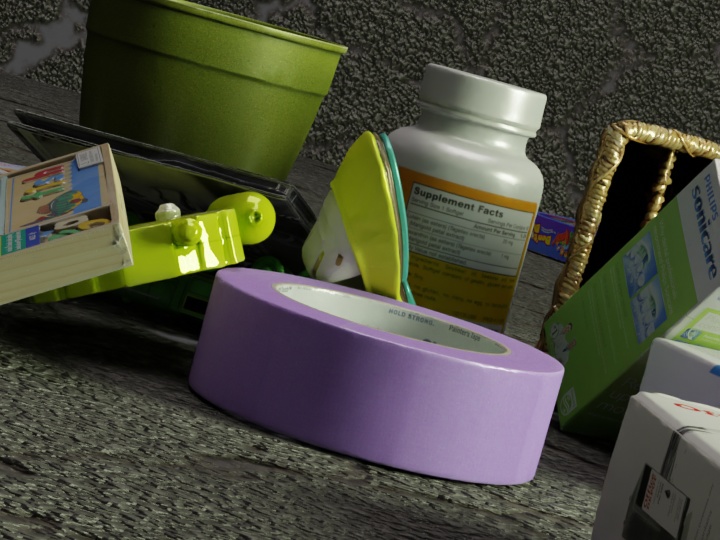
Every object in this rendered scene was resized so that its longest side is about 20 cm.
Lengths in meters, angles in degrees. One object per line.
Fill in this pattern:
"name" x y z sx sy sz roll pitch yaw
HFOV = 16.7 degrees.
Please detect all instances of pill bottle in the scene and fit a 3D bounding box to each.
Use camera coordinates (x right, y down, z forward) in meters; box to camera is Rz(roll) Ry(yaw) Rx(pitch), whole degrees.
"pill bottle" 0.056 -0.029 1.615 0.110 0.201 0.111 15 5 -1

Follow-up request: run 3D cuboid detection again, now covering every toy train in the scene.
"toy train" -0.106 0.006 1.567 0.199 0.057 0.042 17 -9 18

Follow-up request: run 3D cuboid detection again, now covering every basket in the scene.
"basket" 0.210 0.006 1.701 0.142 0.201 0.149 17 3 3

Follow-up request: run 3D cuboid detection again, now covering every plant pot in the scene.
"plant pot" -0.129 -0.100 1.843 0.199 0.194 0.200 15 6 -2

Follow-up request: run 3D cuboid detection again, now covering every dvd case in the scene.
"dvd case" -0.110 -0.043 1.550 0.199 0.016 0.149 16 -16 23

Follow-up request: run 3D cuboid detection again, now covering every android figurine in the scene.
"android figurine" -0.138 -0.011 1.411 0.181 0.041 0.200 -12 1 -14

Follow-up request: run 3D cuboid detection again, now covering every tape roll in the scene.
"tape roll" 0.009 0.057 1.354 0.199 0.066 0.200 15 6 -1

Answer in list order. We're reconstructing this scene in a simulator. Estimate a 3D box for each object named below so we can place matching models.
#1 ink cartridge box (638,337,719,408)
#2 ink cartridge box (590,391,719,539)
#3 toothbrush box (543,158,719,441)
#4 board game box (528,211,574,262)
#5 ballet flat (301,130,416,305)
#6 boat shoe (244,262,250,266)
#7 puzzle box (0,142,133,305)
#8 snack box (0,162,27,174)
"ink cartridge box" 0.279 0.111 1.454 0.199 0.085 0.144 12 7 -27
"ink cartridge box" 0.200 0.127 1.084 0.146 0.083 0.200 15 6 -10
"toothbrush box" 0.230 0.031 1.543 0.145 0.200 0.086 13 51 -27
"board game box" 0.289 -0.030 3.034 0.199 0.045 0.134 10 8 -44
"ballet flat" 0.000 0.000 1.474 0.067 0.200 0.067 -16 51 -4
"boat shoe" -0.017 0.005 1.779 0.199 0.063 0.073 12 6 -33
"puzzle box" -0.192 -0.019 1.320 0.132 0.026 0.200 -18 16 -3
"snack box" -0.283 -0.072 2.002 0.199 0.024 0.072 10 7 -45
